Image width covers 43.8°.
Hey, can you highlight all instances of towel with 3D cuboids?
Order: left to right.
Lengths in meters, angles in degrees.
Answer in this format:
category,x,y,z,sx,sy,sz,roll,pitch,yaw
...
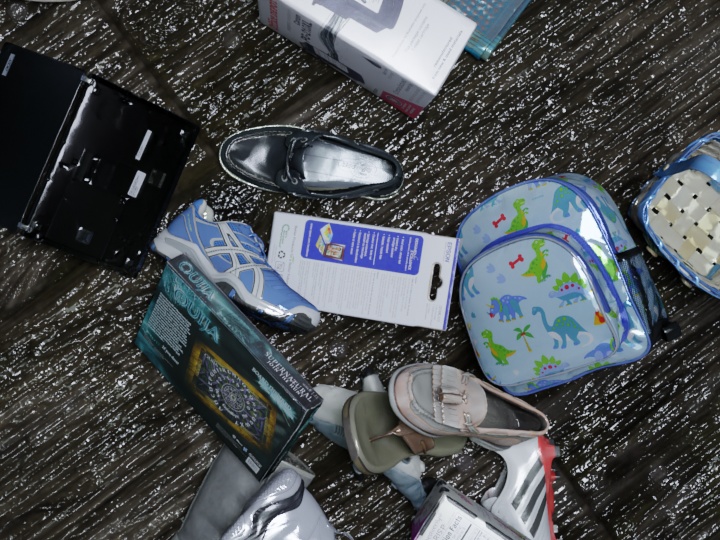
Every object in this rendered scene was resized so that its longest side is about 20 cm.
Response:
category,x,y,z,sx,sy,sz,roll,pitch,yaw
towel,0.099,-0.340,0.964,0.200,0.022,0.147,37,87,-4

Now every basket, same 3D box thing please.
category,x,y,z,sx,sy,sz,roll,pitch,yaw
basket,0.370,-0.048,0.898,0.176,0.200,0.139,40,87,-3

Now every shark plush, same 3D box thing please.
category,x,y,z,sx,sy,sz,roll,pitch,yaw
shark plush,0.020,0.192,0.958,0.083,0.091,0.200,-36,109,21

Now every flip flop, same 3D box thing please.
category,x,y,z,sx,sy,sz,roll,pitch,yaw
flip flop,0.053,0.155,0.890,0.057,0.199,0.081,-28,66,36

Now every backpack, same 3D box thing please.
category,x,y,z,sx,sy,sz,roll,pitch,yaw
backpack,0.187,0.010,0.891,0.182,0.147,0.201,-23,86,33

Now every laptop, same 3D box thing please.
category,x,y,z,sx,sy,sz,roll,pitch,yaw
laptop,-0.302,-0.115,0.939,0.199,0.103,0.178,23,89,-30

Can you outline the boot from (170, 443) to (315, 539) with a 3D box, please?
category,x,y,z,sx,sy,sz,roll,pitch,yaw
boot,-0.114,0.288,0.936,0.182,0.073,0.200,40,81,-6

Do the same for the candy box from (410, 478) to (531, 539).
category,x,y,z,sx,sy,sz,roll,pitch,yaw
candy box,0.145,0.285,0.857,0.200,0.136,0.061,34,86,8

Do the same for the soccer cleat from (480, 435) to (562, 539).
category,x,y,z,sx,sy,sz,roll,pitch,yaw
soccer cleat,0.171,0.269,0.957,0.085,0.069,0.201,-1,87,4

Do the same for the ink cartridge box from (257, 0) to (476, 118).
category,x,y,z,sx,sy,sz,roll,pitch,yaw
ink cartridge box,0.000,-0.248,0.894,0.199,0.145,0.085,31,88,-4

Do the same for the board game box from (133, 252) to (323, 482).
category,x,y,z,sx,sy,sz,roll,pitch,yaw
board game box,-0.134,0.096,0.876,0.200,0.135,0.028,45,43,13

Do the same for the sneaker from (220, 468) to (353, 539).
category,x,y,z,sx,sy,sz,roll,pitch,yaw
sneaker,-0.098,0.300,0.864,0.115,0.075,0.200,43,80,0

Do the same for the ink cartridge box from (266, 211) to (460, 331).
category,x,y,z,sx,sy,sz,roll,pitch,yaw
ink cartridge box,0.000,0.000,0.923,0.199,0.037,0.095,9,89,16

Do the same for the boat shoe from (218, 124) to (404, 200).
category,x,y,z,sx,sy,sz,roll,pitch,yaw
boat shoe,-0.049,-0.111,0.931,0.198,0.066,0.075,14,90,-5

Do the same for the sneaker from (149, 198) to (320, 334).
category,x,y,z,sx,sy,sz,roll,pitch,yaw
sneaker,-0.120,-0.005,0.901,0.199,0.076,0.077,31,78,17

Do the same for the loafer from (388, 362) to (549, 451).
category,x,y,z,sx,sy,sz,roll,pitch,yaw
loafer,0.110,0.130,0.870,0.200,0.063,0.072,25,58,-43
